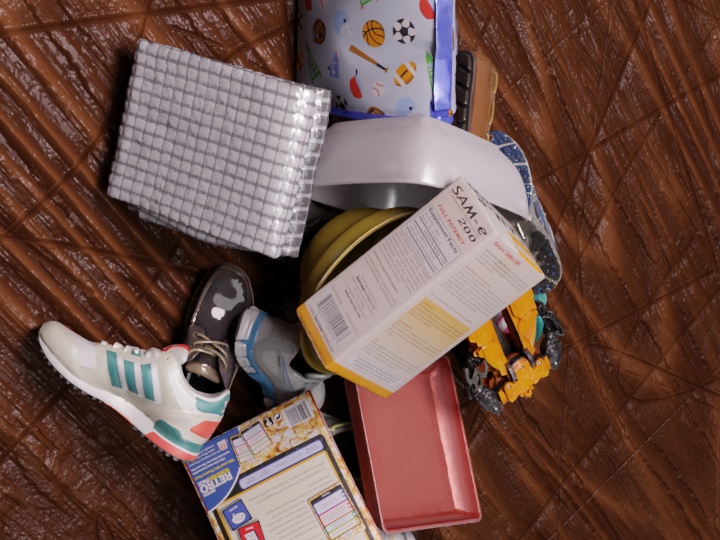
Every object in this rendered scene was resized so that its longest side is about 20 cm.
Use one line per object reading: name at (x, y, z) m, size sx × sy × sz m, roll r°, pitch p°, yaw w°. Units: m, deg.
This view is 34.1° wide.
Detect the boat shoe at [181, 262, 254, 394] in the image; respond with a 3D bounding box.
boat shoe at (-0.153, 0.094, 1.204) m, size 0.073 × 0.073 × 0.203 m, roll 13°, pitch 95°, yaw -9°

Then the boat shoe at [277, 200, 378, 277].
boat shoe at (-0.058, -0.041, 1.253) m, size 0.198 × 0.074 × 0.076 m, roll 32°, pitch 97°, yaw -20°

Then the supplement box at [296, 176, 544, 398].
supplement box at (0.056, 0.020, 1.085) m, size 0.199 × 0.074 × 0.126 m, roll -38°, pitch 148°, yaw 12°

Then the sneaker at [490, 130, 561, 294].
sneaker at (0.187, -0.069, 1.416) m, size 0.085 × 0.076 × 0.203 m, roll -11°, pitch 83°, yaw -74°

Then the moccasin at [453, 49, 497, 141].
moccasin at (0.121, -0.148, 1.353) m, size 0.077 × 0.073 × 0.205 m, roll 15°, pitch 76°, yaw -43°

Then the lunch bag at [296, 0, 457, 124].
lunch bag at (0.029, -0.238, 1.184) m, size 0.122 × 0.199 × 0.173 m, roll -11°, pitch 107°, yaw -32°

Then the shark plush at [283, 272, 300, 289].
shark plush at (0.004, 0.047, 1.327) m, size 0.198 × 0.091 × 0.084 m, roll 12°, pitch 126°, yaw -42°

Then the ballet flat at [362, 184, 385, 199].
ballet flat at (0.010, -0.093, 1.302) m, size 0.200 × 0.067 × 0.071 m, roll 43°, pitch 53°, yaw -35°

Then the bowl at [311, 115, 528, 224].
bowl at (0.051, -0.098, 1.157) m, size 0.198 × 0.198 × 0.076 m, roll 13°, pitch 82°, yaw -47°

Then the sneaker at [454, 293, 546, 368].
sneaker at (0.165, 0.036, 1.423) m, size 0.120 × 0.083 × 0.202 m, roll -32°, pitch 126°, yaw -20°

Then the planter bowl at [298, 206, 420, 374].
planter bowl at (0.000, 0.000, 1.176) m, size 0.199 × 0.083 × 0.202 m, roll -29°, pitch 144°, yaw -23°

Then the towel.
towel at (-0.133, -0.114, 1.113) m, size 0.085 × 0.197 × 0.168 m, roll -12°, pitch 118°, yaw -66°

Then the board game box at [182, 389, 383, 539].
board game box at (-0.074, 0.245, 1.182) m, size 0.150 × 0.202 × 0.046 m, roll -24°, pitch 161°, yaw -10°

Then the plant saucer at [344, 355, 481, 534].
plant saucer at (0.055, 0.196, 1.346) m, size 0.199 × 0.036 × 0.203 m, roll 8°, pitch 66°, yaw -51°

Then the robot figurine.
robot figurine at (0.158, 0.064, 1.349) m, size 0.144 × 0.058 × 0.202 m, roll -33°, pitch 120°, yaw -16°

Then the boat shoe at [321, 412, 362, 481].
boat shoe at (0.012, 0.214, 1.375) m, size 0.200 × 0.060 × 0.073 m, roll 19°, pitch 90°, yaw -37°

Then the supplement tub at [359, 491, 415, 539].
supplement tub at (-0.043, 0.307, 1.308) m, size 0.199 × 0.145 × 0.147 m, roll 34°, pitch 82°, yaw -37°

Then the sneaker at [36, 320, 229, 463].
sneaker at (-0.215, 0.095, 1.138) m, size 0.199 × 0.070 × 0.094 m, roll 38°, pitch 90°, yaw -7°

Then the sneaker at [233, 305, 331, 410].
sneaker at (-0.063, 0.111, 1.245) m, size 0.200 × 0.085 × 0.076 m, roll 58°, pitch 46°, yaw -59°
